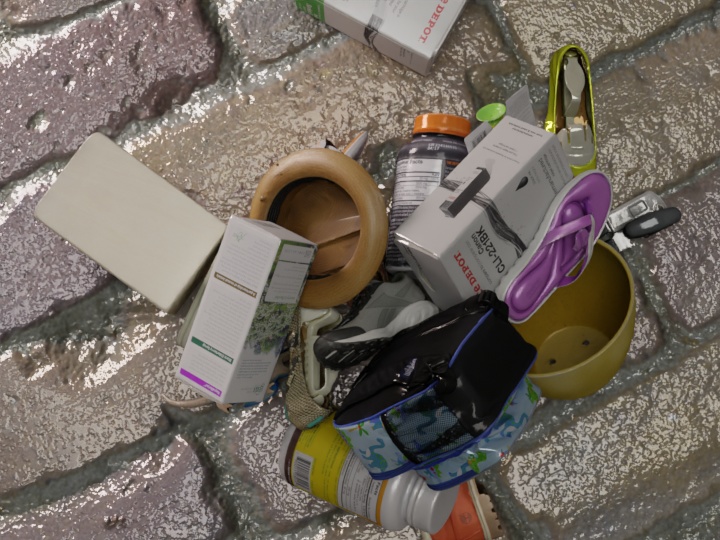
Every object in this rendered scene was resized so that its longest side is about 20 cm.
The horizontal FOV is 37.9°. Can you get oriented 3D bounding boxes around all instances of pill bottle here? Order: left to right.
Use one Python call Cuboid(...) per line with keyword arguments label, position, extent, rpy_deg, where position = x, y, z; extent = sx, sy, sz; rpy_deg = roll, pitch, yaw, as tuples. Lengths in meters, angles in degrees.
Cuboid(label="pill bottle", position=(0.011, 0.234, 1.232), extent=(0.200, 0.109, 0.109), rpy_deg=(19, 83, 25))
Cuboid(label="pill bottle", position=(0.093, -0.091, 1.303), extent=(0.106, 0.106, 0.200), rpy_deg=(7, 84, 0))

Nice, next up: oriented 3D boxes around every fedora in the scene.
Cuboid(label="fedora", position=(-0.038, -0.050, 1.234), extent=(0.201, 0.082, 0.201), rpy_deg=(4, 96, 35))

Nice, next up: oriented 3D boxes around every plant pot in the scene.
Cuboid(label="plant pot", position=(0.239, 0.075, 1.252), extent=(0.200, 0.142, 0.200), rpy_deg=(-14, 49, 17))

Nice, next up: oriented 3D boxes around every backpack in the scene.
Cuboid(label="backpack", position=(0.081, 0.144, 1.119), extent=(0.200, 0.183, 0.147), rpy_deg=(-29, 101, 37))

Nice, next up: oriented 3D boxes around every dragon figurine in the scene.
Cuboid(label="dragon figurine", position=(-0.137, 0.136, 1.296), extent=(0.200, 0.099, 0.059), rpy_deg=(-26, 82, 14))

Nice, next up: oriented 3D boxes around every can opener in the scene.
Cuboid(label="can opener", position=(0.303, -0.039, 1.323), extent=(0.200, 0.066, 0.053), rpy_deg=(-28, 86, 1))

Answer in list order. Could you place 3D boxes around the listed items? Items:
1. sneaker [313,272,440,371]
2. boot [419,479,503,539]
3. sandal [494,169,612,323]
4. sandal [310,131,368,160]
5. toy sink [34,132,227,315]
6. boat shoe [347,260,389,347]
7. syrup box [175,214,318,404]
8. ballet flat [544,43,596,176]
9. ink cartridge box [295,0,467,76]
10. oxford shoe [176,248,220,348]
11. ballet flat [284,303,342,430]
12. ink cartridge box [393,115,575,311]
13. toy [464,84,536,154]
Cuboid(label="sneaker", position=(0.008, 0.057, 1.210), extent=(0.074, 0.200, 0.079), rpy_deg=(-39, 80, 38))
Cuboid(label="boot", position=(0.090, 0.248, 1.283), extent=(0.107, 0.075, 0.200), rpy_deg=(-21, 85, 2))
Cuboid(label="sandal", position=(0.230, -0.020, 1.180), extent=(0.082, 0.050, 0.203), rpy_deg=(38, 86, -34))
Cuboid(label="sandal", position=(-0.073, -0.111, 1.317), extent=(0.059, 0.079, 0.207), rpy_deg=(44, 87, 1))
Cuboid(label="toy sink", position=(-0.275, -0.055, 1.293), extent=(0.200, 0.112, 0.130), rpy_deg=(35, 84, -2))
Cuboid(label="boat shoe", position=(0.000, 0.001, 1.310), extent=(0.072, 0.068, 0.200), rpy_deg=(-25, 84, -3))
Cuboid(label="syrup box", position=(-0.129, 0.046, 1.189), extent=(0.081, 0.079, 0.200), rpy_deg=(26, 99, 30))
Cuboid(label="ballet flat", position=(0.269, -0.193, 1.335), extent=(0.067, 0.067, 0.200), rpy_deg=(-1, 84, -1))
Cuboid(label="ink cartridge box", position=(0.035, -0.362, 1.343), extent=(0.200, 0.084, 0.146), rpy_deg=(29, 84, 3))
Cuboid(label="oxford shoe", position=(-0.165, 0.023, 1.274), extent=(0.058, 0.075, 0.200), rpy_deg=(26, 119, -2))
Cuboid(label="ballet flat", position=(-0.052, 0.088, 1.234), extent=(0.068, 0.075, 0.200), rpy_deg=(24, 50, -37))
Cuboid(label="ink cartridge box", position=(0.153, -0.052, 1.199), extent=(0.200, 0.144, 0.084), rpy_deg=(-46, 43, -12))
Cuboid(label="toy", position=(0.176, -0.117, 1.282), extent=(0.047, 0.200, 0.115), rpy_deg=(26, 59, 41))
